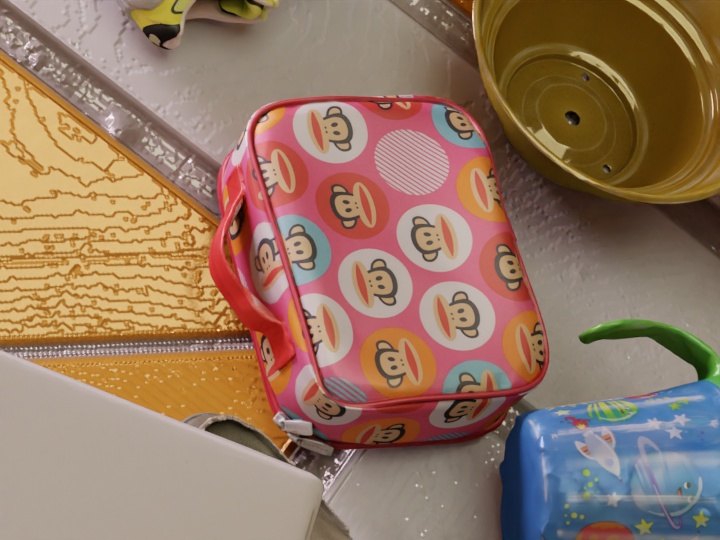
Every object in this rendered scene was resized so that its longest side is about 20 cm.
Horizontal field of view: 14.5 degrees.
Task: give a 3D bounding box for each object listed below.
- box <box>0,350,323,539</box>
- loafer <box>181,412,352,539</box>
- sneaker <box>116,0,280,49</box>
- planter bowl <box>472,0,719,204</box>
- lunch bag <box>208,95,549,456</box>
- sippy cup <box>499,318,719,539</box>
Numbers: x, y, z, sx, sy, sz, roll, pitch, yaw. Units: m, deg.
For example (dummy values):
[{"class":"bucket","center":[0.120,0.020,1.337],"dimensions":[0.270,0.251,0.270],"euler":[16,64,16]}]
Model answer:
[{"class":"box","center":[-0.153,0.176,1.356],"dimensions":[0.199,0.171,0.200],"euler":[23,55,-11]},{"class":"loafer","center":[-0.027,0.151,1.491],"dimensions":[0.075,0.070,0.200],"euler":[-33,80,-35]},{"class":"sneaker","center":[-0.058,-0.187,1.674],"dimensions":[0.200,0.075,0.077],"euler":[-22,82,-20]},{"class":"planter bowl","center":[0.143,-0.109,1.710],"dimensions":[0.200,0.083,0.201],"euler":[11,58,-18]},{"class":"lunch bag","center":[0.000,0.000,1.582],"dimensions":[0.176,0.082,0.201],"euler":[-3,64,-26]},{"class":"sippy cup","center":[0.148,0.126,1.558],"dimensions":[0.130,0.140,0.178],"euler":[2,39,-13]}]
